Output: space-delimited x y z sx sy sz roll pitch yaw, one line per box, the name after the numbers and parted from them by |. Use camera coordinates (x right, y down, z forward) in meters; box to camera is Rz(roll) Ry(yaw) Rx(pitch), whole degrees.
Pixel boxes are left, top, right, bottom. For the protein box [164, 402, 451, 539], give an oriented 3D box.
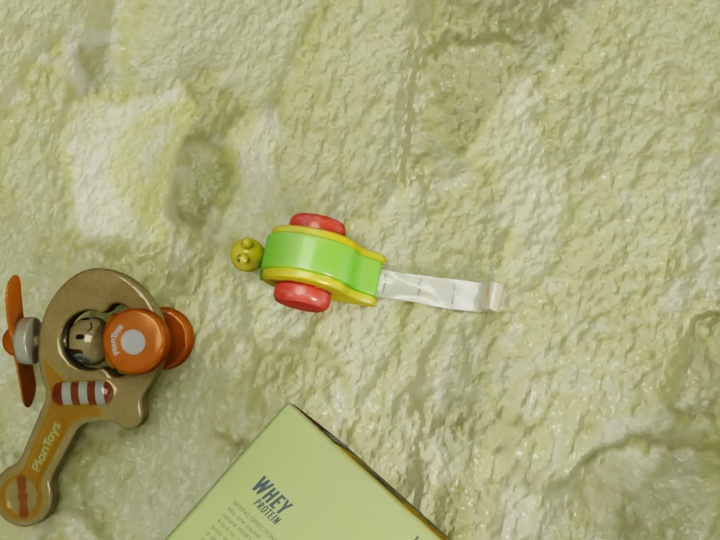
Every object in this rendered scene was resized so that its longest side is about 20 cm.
-0.030 0.235 1.326 0.199 0.135 0.200 41 88 18 | protein box

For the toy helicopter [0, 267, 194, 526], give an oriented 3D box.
-0.218 0.090 1.435 0.132 0.079 0.200 27 96 10 | toy helicopter

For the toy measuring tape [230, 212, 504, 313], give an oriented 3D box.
0.000 0.000 1.412 0.200 0.074 0.074 9 78 14 | toy measuring tape
